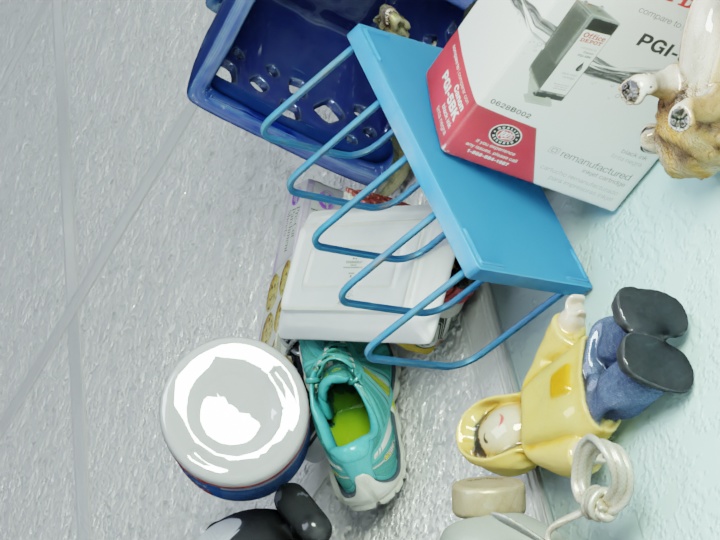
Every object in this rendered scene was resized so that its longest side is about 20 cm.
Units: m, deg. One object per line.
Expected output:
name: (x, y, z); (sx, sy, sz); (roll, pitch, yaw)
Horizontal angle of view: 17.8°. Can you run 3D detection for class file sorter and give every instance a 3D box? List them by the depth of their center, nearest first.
file sorter: (0.039, -0.044, 1.590); (0.123, 0.139, 0.200); (-40, 63, 28)

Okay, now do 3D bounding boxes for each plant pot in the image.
plant pot: (-0.017, -0.218, 1.898); (0.200, 0.199, 0.180); (-56, 21, 29)

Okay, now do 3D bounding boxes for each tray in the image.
tray: (0.000, 0.000, 1.732); (0.200, 0.022, 0.108); (-1, 72, 54)

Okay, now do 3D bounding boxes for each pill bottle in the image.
pill bottle: (-0.093, 0.119, 1.764); (0.200, 0.112, 0.113); (91, -168, -79)

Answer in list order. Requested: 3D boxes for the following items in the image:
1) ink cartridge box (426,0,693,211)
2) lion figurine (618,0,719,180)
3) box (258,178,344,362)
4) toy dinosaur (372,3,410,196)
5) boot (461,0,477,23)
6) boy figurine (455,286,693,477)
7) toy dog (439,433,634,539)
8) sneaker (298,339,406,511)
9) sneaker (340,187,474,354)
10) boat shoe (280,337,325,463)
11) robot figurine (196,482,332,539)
ink cartridge box: (0.157, -0.150, 1.518); (0.200, 0.146, 0.083); (-53, 31, 37)
lion figurine: (0.215, -0.148, 1.412); (0.072, 0.122, 0.201); (26, 110, 29)
box: (-0.056, 0.022, 1.988); (0.041, 0.039, 0.201); (-19, 56, 59)
toy dinosaur: (0.046, -0.120, 1.822); (0.088, 0.047, 0.201); (27, 133, 29)
boot: (0.118, -0.141, 1.675); (0.211, 0.079, 0.158); (134, 154, -64)
boy figurine: (0.136, 0.077, 1.503); (0.200, 0.064, 0.125); (-36, 46, 49)
toy dog: (0.095, 0.187, 1.447); (0.200, 0.096, 0.132); (-32, 70, 60)
sneaker: (-0.009, 0.088, 1.766); (0.077, 0.080, 0.200); (-22, 46, 6)
sneaker: (0.023, -0.004, 1.789); (0.082, 0.078, 0.200); (-65, 24, 17)
boat shoe: (-0.033, 0.054, 1.878); (0.072, 0.068, 0.201); (4, 77, 66)
robot figurine: (-0.063, 0.255, 1.735); (0.125, 0.151, 0.200); (-29, 22, -10)
